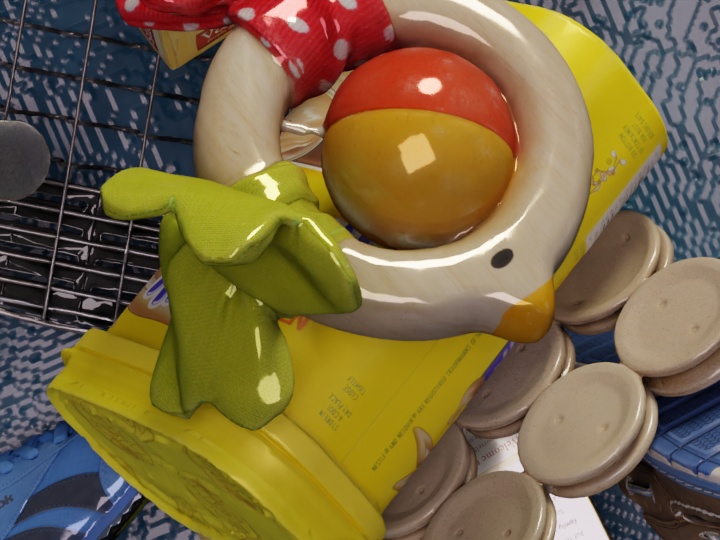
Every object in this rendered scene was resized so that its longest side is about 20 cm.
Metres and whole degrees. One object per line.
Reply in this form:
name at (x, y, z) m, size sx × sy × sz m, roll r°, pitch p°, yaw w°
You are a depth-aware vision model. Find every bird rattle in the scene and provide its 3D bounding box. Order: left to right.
bird rattle at (-0.006, -0.045, 0.879) m, size 0.162 × 0.113 × 0.201 m, roll 11°, pitch 54°, yaw -6°

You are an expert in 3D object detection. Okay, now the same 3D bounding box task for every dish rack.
dish rack at (-0.089, -0.076, 1.047) m, size 0.152 × 0.055 × 0.201 m, roll 11°, pitch 94°, yaw 3°

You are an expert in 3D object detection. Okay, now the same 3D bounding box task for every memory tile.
memory tile at (0.041, 0.032, 0.980) m, size 0.153 × 0.200 × 0.017 m, roll -48°, pitch 125°, yaw -8°

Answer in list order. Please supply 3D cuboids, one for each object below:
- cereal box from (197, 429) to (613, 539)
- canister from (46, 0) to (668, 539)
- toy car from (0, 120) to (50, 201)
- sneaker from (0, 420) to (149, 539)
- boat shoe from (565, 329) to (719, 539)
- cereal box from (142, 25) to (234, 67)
cereal box at (0.035, 0.136, 1.055) m, size 0.143 × 0.040 × 0.201 m, roll -26°, pitch 91°, yaw 3°
canister at (0.000, 0.000, 0.962) m, size 0.200 × 0.148 × 0.087 m, roll -51°, pitch 121°, yaw -16°
toy car at (-0.220, -0.041, 1.000) m, size 0.199 × 0.158 × 0.165 m, roll 21°, pitch 114°, yaw -9°
sneaker at (-0.135, 0.094, 1.048) m, size 0.078 × 0.066 × 0.200 m, roll 42°, pitch 93°, yaw 4°
boat shoe at (0.130, 0.064, 0.974) m, size 0.072 × 0.200 × 0.073 m, roll -23°, pitch 105°, yaw -6°
cereal box at (-0.068, -0.189, 0.999) m, size 0.143 × 0.040 × 0.200 m, roll -33°, pitch 72°, yaw -11°
